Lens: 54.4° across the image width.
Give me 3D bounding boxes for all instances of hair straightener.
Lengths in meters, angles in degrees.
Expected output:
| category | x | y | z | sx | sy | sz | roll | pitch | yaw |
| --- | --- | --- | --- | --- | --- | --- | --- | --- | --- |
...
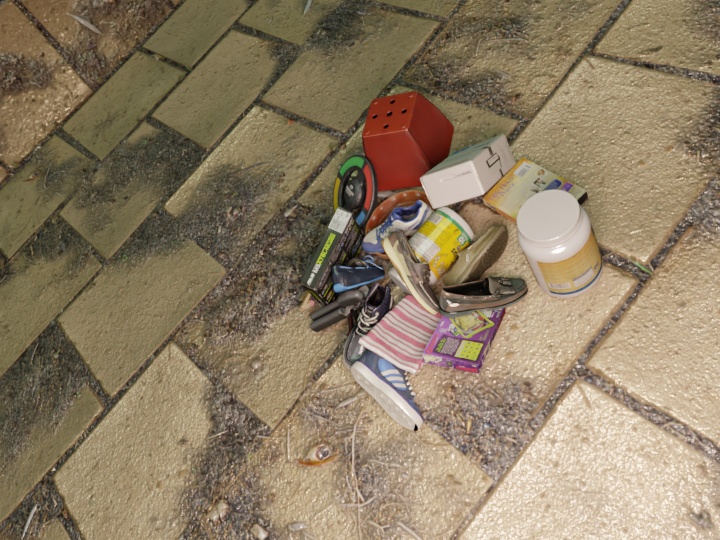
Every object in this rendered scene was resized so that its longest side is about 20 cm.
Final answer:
| category | x | y | z | sx | sy | sz | roll | pitch | yaw |
| --- | --- | --- | --- | --- | --- | --- | --- | --- | --- |
| hair straightener | 0.008 | 0.128 | 1.639 | 0.076 | 0.041 | 0.201 | -22 | 44 | 16 |

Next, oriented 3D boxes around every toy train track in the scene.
| category | x | y | z | sx | sy | sz | roll | pitch | yaw |
| --- | --- | --- | --- | --- | --- | --- | --- | --- | --- |
| toy train track | -0.099 | 0.024 | 1.774 | 0.115 | 0.032 | 0.201 | -36 | 24 | 56 |

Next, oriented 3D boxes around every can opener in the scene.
| category | x | y | z | sx | sy | sz | roll | pitch | yaw |
| --- | --- | --- | --- | --- | --- | --- | --- | --- | --- |
| can opener | -0.054 | 0.085 | 1.648 | 0.199 | 0.066 | 0.053 | -33 | 41 | 40 |

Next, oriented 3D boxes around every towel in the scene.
| category | x | y | z | sx | sy | sz | roll | pitch | yaw |
| --- | --- | --- | --- | --- | --- | --- | --- | --- | --- |
| towel | 0.106 | 0.130 | 1.495 | 0.145 | 0.030 | 0.200 | 25 | 41 | 26 |

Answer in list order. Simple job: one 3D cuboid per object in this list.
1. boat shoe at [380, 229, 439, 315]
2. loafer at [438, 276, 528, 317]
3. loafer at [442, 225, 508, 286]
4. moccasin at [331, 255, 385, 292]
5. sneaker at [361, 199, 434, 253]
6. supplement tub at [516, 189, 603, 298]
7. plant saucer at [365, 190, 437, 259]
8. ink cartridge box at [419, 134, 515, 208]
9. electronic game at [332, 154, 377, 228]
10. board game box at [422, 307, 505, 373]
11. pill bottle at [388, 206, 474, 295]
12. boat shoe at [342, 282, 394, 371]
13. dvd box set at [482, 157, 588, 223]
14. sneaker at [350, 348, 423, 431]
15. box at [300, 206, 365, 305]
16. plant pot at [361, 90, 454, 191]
| category | x | y | z | sx | sy | sz | roll | pitch | yaw |
| --- | --- | --- | --- | --- | --- | --- | --- | --- | --- |
| boat shoe | 0.120 | 0.002 | 1.516 | 0.065 | 0.073 | 0.201 | -36 | 86 | 13 |
| loafer | 0.260 | 0.046 | 1.477 | 0.198 | 0.063 | 0.072 | -15 | 33 | -7 |
| loafer | 0.255 | -0.028 | 1.570 | 0.067 | 0.076 | 0.200 | 35 | 79 | 36 |
| moccasin | 0.000 | 0.000 | 1.629 | 0.080 | 0.200 | 0.069 | -18 | 89 | 26 |
| sneaker | 0.081 | -0.112 | 1.687 | 0.198 | 0.088 | 0.076 | -26 | 50 | 15 |
| supplement tub | 0.400 | -0.052 | 1.411 | 0.143 | 0.200 | 0.146 | -16 | 51 | 20 |
| plant saucer | 0.107 | -0.112 | 1.753 | 0.198 | 0.032 | 0.202 | -16 | 52 | 21 |
| ink cartridge box | 0.252 | -0.231 | 1.633 | 0.145 | 0.085 | 0.200 | -14 | 18 | 41 |
| electronic game | -0.016 | -0.200 | 1.824 | 0.199 | 0.041 | 0.203 | -10 | 78 | 56 |
| board game box | 0.217 | 0.128 | 1.447 | 0.119 | 0.033 | 0.200 | 12 | 39 | 23 |
| pill bottle | 0.159 | -0.039 | 1.610 | 0.200 | 0.113 | 0.113 | -47 | 47 | -8 |
| boat shoe | 0.013 | 0.120 | 1.550 | 0.074 | 0.093 | 0.201 | 17 | 62 | 18 |
| dvd box set | 0.399 | -0.166 | 1.613 | 0.146 | 0.029 | 0.200 | -45 | 47 | -6 |
| sneaker | 0.091 | 0.224 | 1.483 | 0.200 | 0.081 | 0.146 | 40 | 61 | 22 |
| box | -0.060 | -0.026 | 1.662 | 0.047 | 0.193 | 0.202 | 24 | 81 | 13 |
| plant pot | 0.110 | -0.349 | 1.825 | 0.198 | 0.177 | 0.202 | -3 | 55 | 29 |
